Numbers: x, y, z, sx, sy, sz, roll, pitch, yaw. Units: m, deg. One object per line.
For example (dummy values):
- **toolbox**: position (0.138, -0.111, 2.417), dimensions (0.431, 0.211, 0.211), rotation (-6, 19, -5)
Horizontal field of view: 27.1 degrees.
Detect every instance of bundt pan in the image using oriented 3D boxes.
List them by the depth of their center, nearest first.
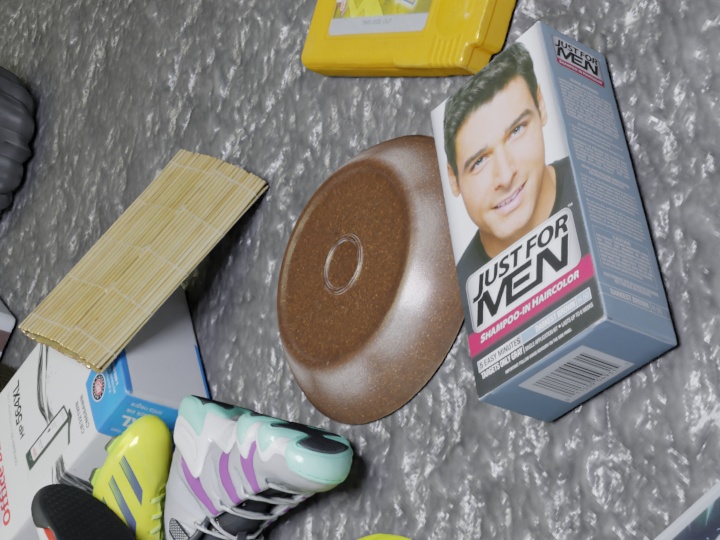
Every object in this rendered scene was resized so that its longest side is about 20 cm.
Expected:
- **bundt pan**: position (-0.405, -0.125, 1.562), dimensions (0.202, 0.076, 0.203), rotation (-28, 52, 44)

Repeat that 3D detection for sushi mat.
- **sushi mat**: position (-0.163, -0.011, 1.135), dimensions (0.095, 0.012, 0.200), rotation (23, 63, 37)

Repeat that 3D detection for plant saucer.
- **plant saucer**: position (0.000, 0.000, 0.991), dimensions (0.200, 0.037, 0.201), rotation (-27, 54, 44)

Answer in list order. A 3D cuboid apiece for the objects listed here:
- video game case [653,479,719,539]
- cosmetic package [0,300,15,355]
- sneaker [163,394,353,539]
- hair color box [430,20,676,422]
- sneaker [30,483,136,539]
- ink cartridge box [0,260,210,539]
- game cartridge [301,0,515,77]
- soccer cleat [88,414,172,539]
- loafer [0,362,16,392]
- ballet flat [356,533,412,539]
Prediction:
- **video game case**: position (0.218, 0.144, 0.639), dimensions (0.200, 0.023, 0.183), rotation (-50, 40, 28)
- **cosmetic package**: position (-0.472, 0.063, 1.487), dimensions (0.200, 0.164, 0.166), rotation (37, 104, 55)
- **sneaker**: position (-0.076, 0.165, 0.989), dimensions (0.200, 0.077, 0.141), rotation (3, 78, 64)
- **hair color box**: position (0.104, -0.029, 0.842), dimensions (0.099, 0.060, 0.201), rotation (-38, 46, 38)
- **sneaker**: position (-0.176, 0.250, 1.024), dimensions (0.201, 0.067, 0.108), rotation (43, 118, 18)
- **ink cartridge box**: position (-0.212, 0.117, 1.179), dimensions (0.200, 0.084, 0.146), rotation (-49, 41, 26)
- **game cartridge**: position (0.044, -0.222, 1.039), dimensions (0.200, 0.032, 0.177), rotation (9, 82, 56)
- **soccer cleat**: position (-0.162, 0.202, 1.083), dimensions (0.083, 0.065, 0.201), rotation (26, 107, 30)
- **loafer**: position (-0.335, 0.135, 1.345), dimensions (0.068, 0.076, 0.200), rotation (-58, 36, 7)
- **ballet flat**: position (0.023, 0.189, 0.842), dimensions (0.200, 0.067, 0.067), rotation (12, 85, 55)
